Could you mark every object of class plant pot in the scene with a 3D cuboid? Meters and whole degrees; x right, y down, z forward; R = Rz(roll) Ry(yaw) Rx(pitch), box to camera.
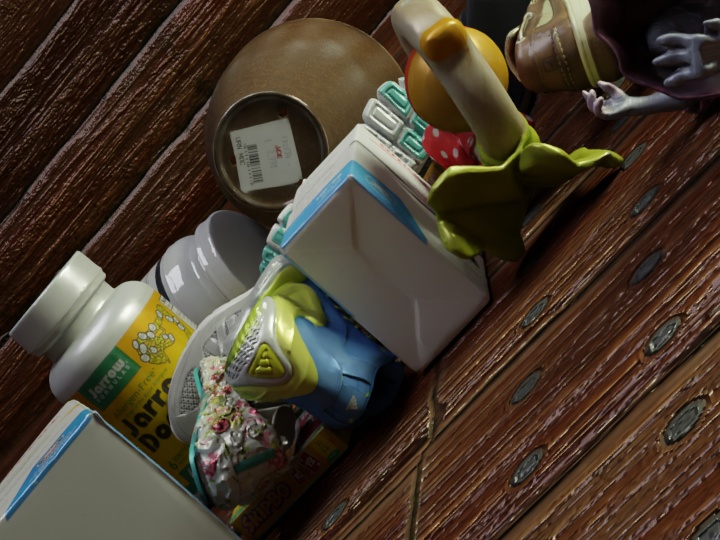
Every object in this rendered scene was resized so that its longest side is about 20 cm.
[{"bbox_3d":[-0.056,-0.109,1.299,0.187,0.187,0.200,-47,1,14],"label":"plant pot"}]

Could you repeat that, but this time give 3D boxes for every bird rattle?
[{"bbox_3d":[0.075,-0.101,0.954,0.112,0.164,0.200,-29,22,9],"label":"bird rattle"}]

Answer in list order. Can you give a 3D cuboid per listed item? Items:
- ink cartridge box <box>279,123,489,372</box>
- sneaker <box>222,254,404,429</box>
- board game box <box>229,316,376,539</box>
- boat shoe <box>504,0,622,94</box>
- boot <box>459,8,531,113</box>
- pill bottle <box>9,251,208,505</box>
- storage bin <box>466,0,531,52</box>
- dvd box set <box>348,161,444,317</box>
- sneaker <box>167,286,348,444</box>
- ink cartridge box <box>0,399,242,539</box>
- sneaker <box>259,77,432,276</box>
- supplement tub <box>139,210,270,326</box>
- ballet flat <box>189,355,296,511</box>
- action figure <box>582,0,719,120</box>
[{"bbox_3d":[0.017,-0.025,1.013,0.067,0.116,0.200,-47,10,13],"label":"ink cartridge box"},{"bbox_3d":[-0.029,0.054,0.978,0.076,0.104,0.200,-59,6,13],"label":"sneaker"},{"bbox_3d":[-0.033,0.096,1.060,0.096,0.030,0.200,-47,7,21],"label":"board game box"},{"bbox_3d":[0.131,-0.161,1.056,0.074,0.076,0.202,-19,11,12],"label":"boat shoe"},{"bbox_3d":[0.093,-0.123,1.278,0.201,0.074,0.098,-76,2,-50],"label":"boot"},{"bbox_3d":[-0.168,0.081,1.212,0.113,0.200,0.113,-47,9,10],"label":"pill bottle"},{"bbox_3d":[0.167,-0.261,1.246,0.201,0.144,0.135,-55,-17,-26],"label":"storage bin"},{"bbox_3d":[0.000,0.000,1.265,0.146,0.029,0.201,-44,11,34],"label":"dvd box set"},{"bbox_3d":[-0.073,0.052,1.113,0.200,0.074,0.082,-49,9,17],"label":"sneaker"},{"bbox_3d":[-0.167,0.183,0.973,0.148,0.144,0.200,-50,9,-10],"label":"ink cartridge box"},{"bbox_3d":[0.001,-0.049,1.199,0.201,0.077,0.091,-50,-12,-5],"label":"sneaker"},{"bbox_3d":[-0.146,0.060,1.378,0.200,0.140,0.141,-46,10,23],"label":"supplement tub"},{"bbox_3d":[-0.072,0.099,1.003,0.063,0.076,0.200,-19,16,0],"label":"ballet flat"},{"bbox_3d":[0.176,-0.148,0.789,0.147,0.136,0.199,-2,5,28],"label":"action figure"}]
